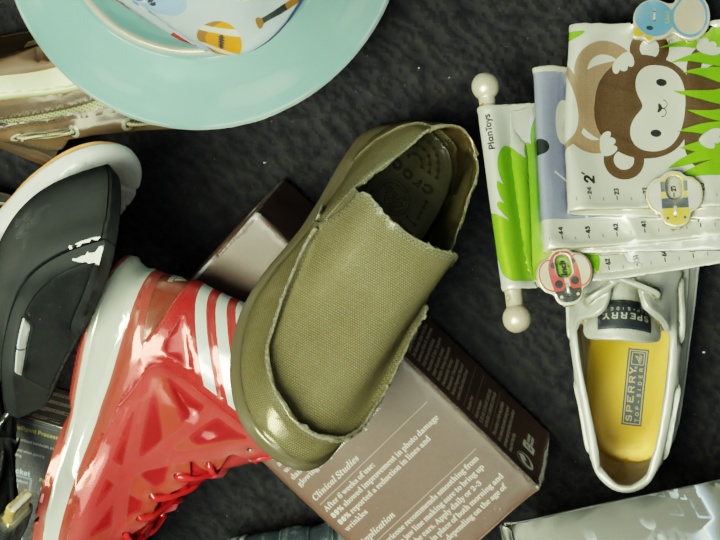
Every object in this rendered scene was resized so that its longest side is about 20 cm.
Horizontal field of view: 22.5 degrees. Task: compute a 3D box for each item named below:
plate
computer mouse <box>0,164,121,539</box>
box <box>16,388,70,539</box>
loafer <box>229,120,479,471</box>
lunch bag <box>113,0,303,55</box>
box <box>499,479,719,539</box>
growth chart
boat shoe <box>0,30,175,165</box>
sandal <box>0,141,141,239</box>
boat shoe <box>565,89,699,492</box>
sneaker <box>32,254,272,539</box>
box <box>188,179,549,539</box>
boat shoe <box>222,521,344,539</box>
[{"bbox_3d":[-0.078,-0.169,0.865,0.198,0.026,0.203,0,87,5],"label":"plate"},{"bbox_3d":[-0.164,0.047,0.857,0.046,0.141,0.200,14,140,-19],"label":"computer mouse"},{"bbox_3d":[-0.220,0.135,1.009,0.198,0.050,0.159,14,109,6],"label":"box"},{"bbox_3d":[0.000,0.000,0.851,0.076,0.201,0.067,32,147,-17],"label":"loafer"},{"bbox_3d":[-0.072,-0.188,0.770,0.075,0.200,0.161,28,94,-42],"label":"lunch bag"},{"bbox_3d":[0.186,0.188,0.898,0.198,0.086,0.166,-13,78,14],"label":"box"},{"bbox_3d":[0.149,-0.063,0.858,0.198,0.018,0.146,-14,80,5],"label":"growth chart"},{"bbox_3d":[-0.165,-0.080,0.921,0.200,0.075,0.076,-11,111,13],"label":"boat shoe"},{"bbox_3d":[-0.182,-0.023,0.935,0.206,0.079,0.060,-39,62,36],"label":"sandal"},{"bbox_3d":[0.132,0.014,0.894,0.070,0.070,0.202,4,108,9],"label":"boat shoe"},{"bbox_3d":[-0.090,0.102,0.888,0.114,0.078,0.202,17,115,10],"label":"sneaker"},{"bbox_3d":[-0.007,0.062,0.935,0.200,0.075,0.100,44,110,-6],"label":"box"},{"bbox_3d":[-0.012,0.232,0.989,0.090,0.071,0.202,-15,104,12],"label":"boat shoe"}]
